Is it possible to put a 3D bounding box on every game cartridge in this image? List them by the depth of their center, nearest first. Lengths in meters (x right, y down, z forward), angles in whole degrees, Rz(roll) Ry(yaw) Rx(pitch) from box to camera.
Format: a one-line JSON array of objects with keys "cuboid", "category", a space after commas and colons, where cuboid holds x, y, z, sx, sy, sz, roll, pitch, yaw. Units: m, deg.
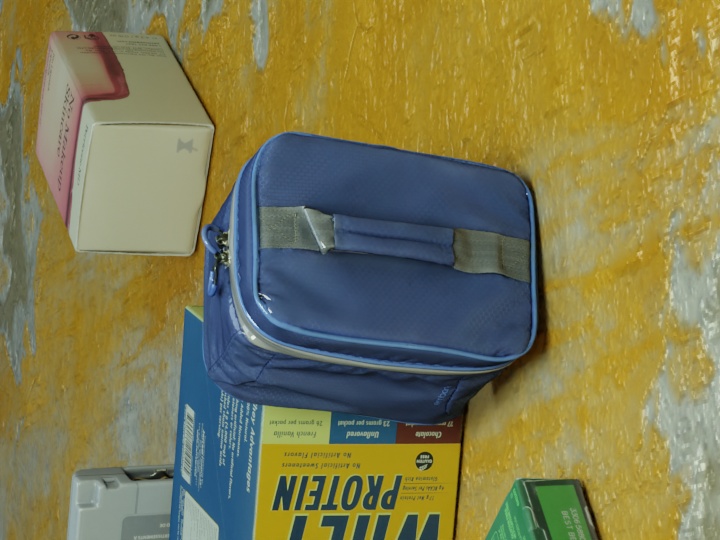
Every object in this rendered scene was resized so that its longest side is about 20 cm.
[{"cuboid": [-0.113, 0.201, 1.791, 0.040, 0.200, 0.133, -146, 59, -62], "category": "game cartridge"}]

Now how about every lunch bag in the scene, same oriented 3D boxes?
[{"cuboid": [0.000, 0.000, 1.477, 0.132, 0.200, 0.136, 131, 142, -58], "category": "lunch bag"}]

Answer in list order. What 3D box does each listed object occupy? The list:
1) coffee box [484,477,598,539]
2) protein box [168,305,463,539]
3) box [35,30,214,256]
[{"cuboid": [0.090, 0.223, 1.441, 0.200, 0.044, 0.123, 111, 153, -44], "category": "coffee box"}, {"cuboid": [-0.034, 0.138, 1.665, 0.200, 0.135, 0.199, -150, 63, -68], "category": "protein box"}, {"cuboid": [-0.210, -0.114, 2.224, 0.200, 0.109, 0.128, -121, 37, -57], "category": "box"}]
